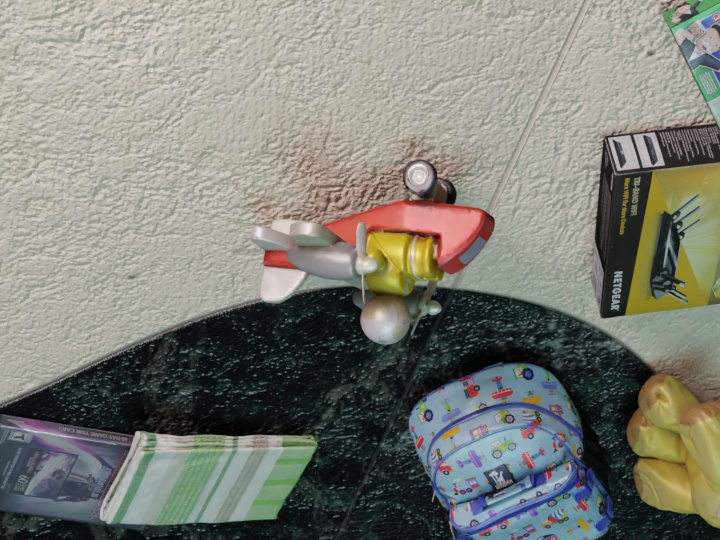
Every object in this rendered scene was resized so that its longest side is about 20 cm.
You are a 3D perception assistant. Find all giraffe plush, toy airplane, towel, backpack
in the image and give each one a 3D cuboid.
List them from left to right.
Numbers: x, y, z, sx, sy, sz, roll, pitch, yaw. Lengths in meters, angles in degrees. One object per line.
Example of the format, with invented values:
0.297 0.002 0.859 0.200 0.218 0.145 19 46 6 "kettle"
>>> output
-0.159 0.214 1.958 0.198 0.031 0.150 2 141 -27 "towel"
0.000 0.000 1.669 0.198 0.142 0.199 -2 160 -28 "toy airplane"
0.149 0.194 1.924 0.181 0.135 0.200 -22 135 13 "backpack"
0.396 0.183 1.955 0.161 0.200 0.173 -24 143 -28 "giraffe plush"

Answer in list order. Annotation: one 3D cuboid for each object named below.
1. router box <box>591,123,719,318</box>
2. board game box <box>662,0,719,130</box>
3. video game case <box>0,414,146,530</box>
0.298 -0.046 1.738 0.156 0.053 0.201 -7 139 -3 "router box"
0.355 -0.165 1.590 0.134 0.029 0.201 -27 123 10 "board game box"
-0.296 0.211 1.952 0.198 0.019 0.143 12 135 -21 "video game case"
